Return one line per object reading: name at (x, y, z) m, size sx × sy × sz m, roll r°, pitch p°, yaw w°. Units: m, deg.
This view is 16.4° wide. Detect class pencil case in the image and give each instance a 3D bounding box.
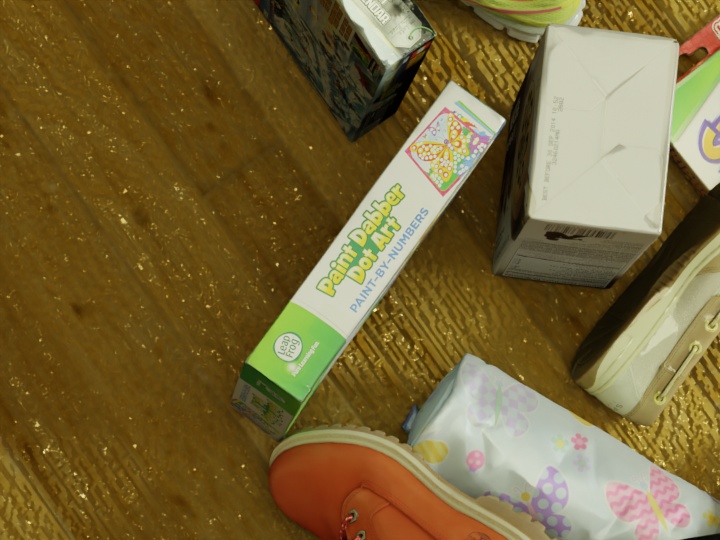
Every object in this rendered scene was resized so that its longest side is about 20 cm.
pencil case at (0.119, 0.132, 1.501) m, size 0.199 × 0.083 × 0.091 m, roll 29°, pitch 67°, yaw -1°

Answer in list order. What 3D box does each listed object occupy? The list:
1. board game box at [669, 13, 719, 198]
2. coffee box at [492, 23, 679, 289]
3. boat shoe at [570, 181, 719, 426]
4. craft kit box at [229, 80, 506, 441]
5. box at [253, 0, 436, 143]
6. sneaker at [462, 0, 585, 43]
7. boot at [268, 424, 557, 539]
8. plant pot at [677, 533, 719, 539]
board game box at (0.263, -0.064, 1.578) m, size 0.095 × 0.030 × 0.200 m, roll -38°, pitch 84°, yaw -10°
coffee box at (0.130, -0.062, 1.475) m, size 0.079 × 0.200 × 0.114 m, roll 7°, pitch 81°, yaw -1°
boat shoe at (0.215, 0.009, 1.534) m, size 0.066 × 0.074 × 0.200 m, roll 41°, pitch 97°, yaw -12°
craft kit box at (0.000, 0.000, 1.453) m, size 0.048 × 0.200 × 0.198 m, roll 33°, pitch 78°, yaw 1°
box at (-0.019, -0.160, 1.475) m, size 0.040 × 0.200 × 0.137 m, roll -34°, pitch 86°, yaw -10°
sneaker at (0.052, -0.208, 1.546) m, size 0.198 × 0.090 × 0.079 m, roll 18°, pitch 81°, yaw -1°
boot at (0.009, 0.158, 1.441) m, size 0.199 × 0.076 × 0.107 m, roll 23°, pitch 42°, yaw 31°
plant pot at (0.225, 0.231, 1.294) m, size 0.176 × 0.200 × 0.201 m, roll -20°, pitch 93°, yaw -1°
